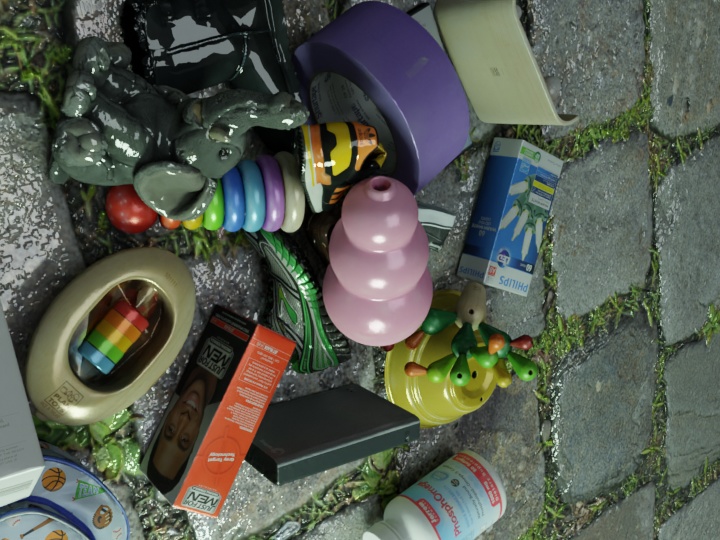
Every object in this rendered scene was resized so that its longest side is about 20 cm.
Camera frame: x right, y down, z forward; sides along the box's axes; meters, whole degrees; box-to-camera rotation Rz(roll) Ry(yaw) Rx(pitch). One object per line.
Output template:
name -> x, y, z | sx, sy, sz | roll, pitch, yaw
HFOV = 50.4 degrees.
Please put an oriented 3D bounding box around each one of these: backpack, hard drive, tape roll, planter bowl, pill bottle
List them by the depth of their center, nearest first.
backpack -> -0.317, 0.264, 0.713 | 0.200, 0.152, 0.192 | 49, 60, -30
tape roll -> 0.018, -0.179, 0.833 | 0.085, 0.198, 0.202 | -41, 121, -23
hard drive -> -0.048, 0.187, 0.900 | 0.197, 0.139, 0.034 | -9, 106, -35
planter bowl -> 0.134, 0.135, 1.064 | 0.197, 0.083, 0.205 | -9, 106, -35
pill bottle -> 0.103, 0.347, 1.070 | 0.198, 0.108, 0.111 | -27, 115, -31

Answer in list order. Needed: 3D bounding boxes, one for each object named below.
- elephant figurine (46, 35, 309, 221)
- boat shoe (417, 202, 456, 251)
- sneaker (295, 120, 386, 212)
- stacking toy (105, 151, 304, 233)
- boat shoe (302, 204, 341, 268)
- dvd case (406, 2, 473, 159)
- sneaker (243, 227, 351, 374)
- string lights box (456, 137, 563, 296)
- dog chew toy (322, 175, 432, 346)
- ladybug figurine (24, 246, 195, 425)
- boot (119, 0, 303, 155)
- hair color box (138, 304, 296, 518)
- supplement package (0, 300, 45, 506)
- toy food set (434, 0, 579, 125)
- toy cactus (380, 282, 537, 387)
elephant figurine -> -0.170, -0.116, 0.697 | 0.197, 0.155, 0.144 | 15, 96, -23
boat shoe -> 0.048, -0.054, 0.960 | 0.198, 0.073, 0.069 | 2, 108, -57
sneaker -> -0.015, -0.108, 0.808 | 0.088, 0.200, 0.072 | -7, 84, 2
stacking toy -> -0.161, -0.072, 0.791 | 0.196, 0.085, 0.087 | -8, 105, -19
boat shoe -> 0.000, 0.000, 0.939 | 0.071, 0.070, 0.200 | -47, 125, -6
dvd case -> 0.067, -0.215, 0.978 | 0.142, 0.017, 0.203 | -37, 120, -26
sneaker -> -0.084, 0.034, 0.880 | 0.084, 0.078, 0.203 | -26, 105, 0
string lights box -> 0.214, -0.075, 1.095 | 0.101, 0.058, 0.204 | 14, 91, -39
dog chew toy -> 0.019, -0.014, 0.807 | 0.124, 0.124, 0.202 | -33, 144, -27
ladybug figurine -> -0.251, 0.061, 0.760 | 0.201, 0.071, 0.137 | -49, 124, -20
boot -> -0.148, -0.200, 0.784 | 0.160, 0.073, 0.202 | -21, 114, -29
hair color box -> -0.157, 0.149, 0.833 | 0.061, 0.101, 0.203 | 29, 82, -38
supplement package -> -0.342, 0.092, 0.610 | 0.118, 0.121, 0.203 | -12, 73, -34
toy food set -> 0.188, -0.272, 0.979 | 0.060, 0.142, 0.201 | -45, 122, -19
toy cactus -> 0.133, 0.073, 0.981 | 0.166, 0.196, 0.104 | -68, 163, -47
